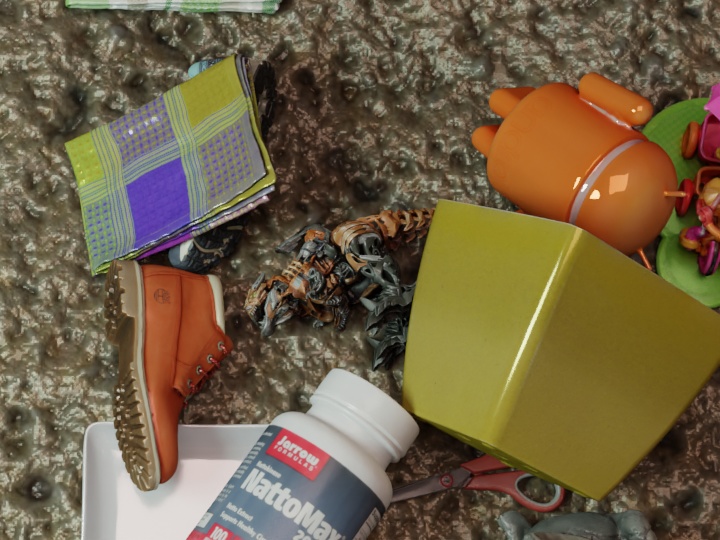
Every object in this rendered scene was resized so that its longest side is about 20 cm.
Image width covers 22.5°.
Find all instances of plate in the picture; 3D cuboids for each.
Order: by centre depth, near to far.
[{"bbox_3d":[-0.136,0.229,1.521,0.199,0.032,0.200,1,76,-4],"label":"plate"}]

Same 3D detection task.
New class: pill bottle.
[{"bbox_3d":[-0.045,0.184,1.462,0.119,0.120,0.200,34,74,6],"label":"pill bottle"}]

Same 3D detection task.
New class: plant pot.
[{"bbox_3d":[0.150,0.072,1.472,0.200,0.200,0.177,29,82,-31],"label":"plant pot"}]

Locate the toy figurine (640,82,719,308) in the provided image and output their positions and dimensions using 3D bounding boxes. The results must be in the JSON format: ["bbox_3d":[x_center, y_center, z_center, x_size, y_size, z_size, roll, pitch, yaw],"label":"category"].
[{"bbox_3d":[0.319,-0.083,1.554,0.149,0.184,0.201,11,75,-1],"label":"toy figurine"}]

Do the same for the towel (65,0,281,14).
[{"bbox_3d":[-0.170,-0.306,1.667,0.199,0.031,0.150,0,73,-1],"label":"towel"}]

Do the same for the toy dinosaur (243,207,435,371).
[{"bbox_3d":[0.000,0.000,1.564,0.200,0.102,0.136,-41,63,9],"label":"toy dinosaur"}]

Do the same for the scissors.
[{"bbox_3d":[0.085,0.173,1.562,0.199,0.014,0.074,0,77,-2],"label":"scissors"}]

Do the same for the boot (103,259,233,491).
[{"bbox_3d":[-0.154,0.087,1.518,0.107,0.075,0.201,5,67,-23],"label":"boot"}]

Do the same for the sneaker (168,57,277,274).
[{"bbox_3d":[-0.138,-0.094,1.597,0.086,0.078,0.201,11,76,23],"label":"sneaker"}]

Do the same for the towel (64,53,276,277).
[{"bbox_3d":[-0.164,-0.091,1.554,0.199,0.023,0.144,-24,64,22],"label":"towel"}]

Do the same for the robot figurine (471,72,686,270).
[{"bbox_3d":[0.190,-0.084,1.567,0.200,0.117,0.144,38,80,29],"label":"robot figurine"}]

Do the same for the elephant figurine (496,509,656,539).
[{"bbox_3d":[0.173,0.265,1.435,0.155,0.200,0.142,-21,91,24],"label":"elephant figurine"}]
